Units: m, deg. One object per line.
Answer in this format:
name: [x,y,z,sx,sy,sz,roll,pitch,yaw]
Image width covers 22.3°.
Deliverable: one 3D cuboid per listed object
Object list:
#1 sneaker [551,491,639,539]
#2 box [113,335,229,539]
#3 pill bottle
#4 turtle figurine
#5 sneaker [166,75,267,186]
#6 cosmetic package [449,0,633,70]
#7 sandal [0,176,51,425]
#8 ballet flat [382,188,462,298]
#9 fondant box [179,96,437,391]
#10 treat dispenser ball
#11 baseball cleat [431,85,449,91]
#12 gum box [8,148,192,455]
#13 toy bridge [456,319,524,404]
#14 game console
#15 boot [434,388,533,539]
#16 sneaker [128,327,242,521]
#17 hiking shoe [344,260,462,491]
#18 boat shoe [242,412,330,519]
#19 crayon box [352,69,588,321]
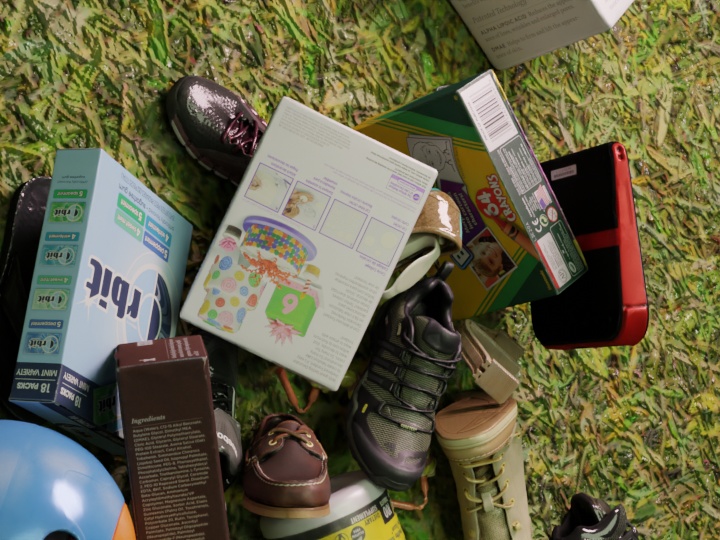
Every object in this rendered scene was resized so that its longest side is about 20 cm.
sneaker: [0.261,0.274,1.773,0.198,0.076,0.115,5,83,-31]
box: [-0.140,0.157,1.381,0.074,0.100,0.201,-8,99,-7]
pill bottle: [-0.001,0.280,1.546,0.112,0.112,0.201,-25,96,-38]
turtle figurine: [0.024,0.106,1.633,0.200,0.064,0.162,43,58,-22]
sneaker: [-0.068,-0.104,1.575,0.200,0.115,0.076,44,58,-22]
cosmetic package: [0.173,-0.336,1.779,0.200,0.165,0.165,54,54,-16]
sandal: [-0.255,0.021,1.447,0.075,0.048,0.202,12,74,-35]
ballet flat: [0.000,0.000,1.572,0.199,0.068,0.073,-24,55,-1]
fondant box: [-0.044,-0.022,1.507,0.144,0.058,0.201,26,87,-7]
treat dispenser ball: [-0.260,0.207,1.308,0.200,0.200,0.202,9,75,-36]
baseball cleat: [0.100,-0.077,1.743,0.106,0.070,0.201,-4,80,-22]
gum box: [-0.200,0.029,1.440,0.170,0.044,0.201,44,50,-63]
toy bridge: [0.114,0.075,1.662,0.067,0.200,0.027,41,99,0]
game console: [0.202,-0.018,1.663,0.031,0.200,0.178,-2,87,-20]
boot: [0.112,0.192,1.623,0.200,0.072,0.157,-36,119,-82]
sneaker: [-0.126,0.134,1.495,0.066,0.090,0.201,30,63,-30]
hiking shoe: [0.040,0.086,1.544,0.075,0.101,0.201,17,53,-15]
boat shoe: [-0.063,0.156,1.480,0.070,0.200,0.071,4,92,-11]
crayon box: [0.089,-0.060,1.650,0.058,0.172,0.201,-34,101,-40]
